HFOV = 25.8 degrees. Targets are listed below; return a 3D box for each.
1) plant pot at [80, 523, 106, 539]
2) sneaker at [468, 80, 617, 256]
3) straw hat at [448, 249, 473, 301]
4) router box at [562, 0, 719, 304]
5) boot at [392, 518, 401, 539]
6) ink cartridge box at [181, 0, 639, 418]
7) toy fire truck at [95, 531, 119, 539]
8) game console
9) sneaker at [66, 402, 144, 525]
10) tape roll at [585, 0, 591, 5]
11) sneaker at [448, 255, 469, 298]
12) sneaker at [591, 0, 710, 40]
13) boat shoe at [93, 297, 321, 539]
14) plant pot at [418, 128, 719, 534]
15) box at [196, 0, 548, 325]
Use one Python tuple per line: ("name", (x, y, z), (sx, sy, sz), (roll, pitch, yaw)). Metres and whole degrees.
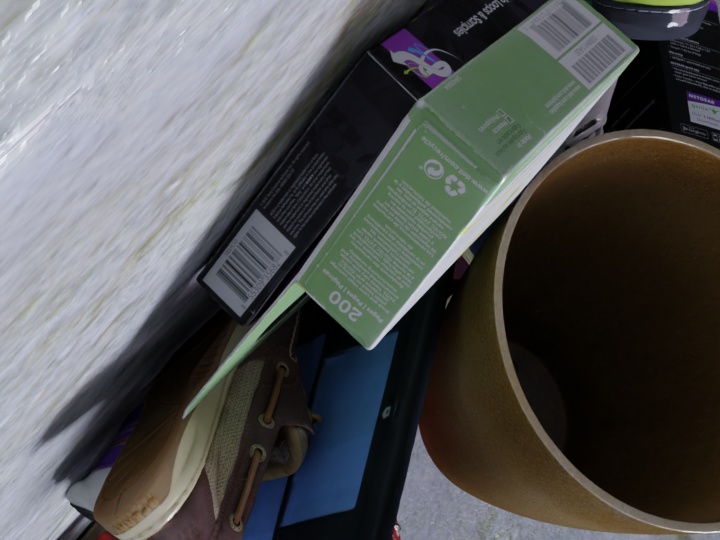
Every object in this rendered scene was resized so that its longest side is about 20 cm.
("plant pot", (-0.148, 0.211, 1.187), (0.201, 0.093, 0.201), (-49, 176, -4))
("sneaker", (0.102, -0.059, 0.825), (0.072, 0.073, 0.200), (-30, 160, -24))
("straw hat", (0.098, -0.075, 1.086), (0.201, 0.200, 0.085), (-47, 135, -18))
("router box", (0.141, -0.046, 0.915), (0.200, 0.051, 0.150), (128, -31, -49))
("boot", (0.002, 0.110, 0.811), (0.145, 0.072, 0.200), (-62, -151, 9))
("ink cartridge box", (0.019, -0.015, 0.654), (0.200, 0.048, 0.145), (-53, 174, 38))
("toy fire truck", (-0.139, 0.232, 1.033), (0.201, 0.176, 0.128), (-53, -155, -12))
("game console", (-0.025, 0.087, 0.766), (0.177, 0.031, 0.202), (-31, -141, 56))
("sneaker", (-0.104, 0.112, 0.854), (0.084, 0.080, 0.200), (-59, -178, -13))
("tape roll", (0.100, -0.126, 0.937), (0.201, 0.048, 0.200), (-48, 177, -4))
("sneaker", (0.000, 0.000, 0.882), (0.095, 0.079, 0.200), (-32, 180, -8))
("sneaker", (0.150, -0.181, 0.766), (0.200, 0.071, 0.083), (-74, 164, -59))
("boat shoe", (-0.058, 0.071, 0.738), (0.072, 0.072, 0.200), (-39, -165, 27))
("plant pot", (0.108, 0.052, 0.795), (0.186, 0.186, 0.200), (-46, -176, -27))
("box", (0.020, -0.069, 0.706), (0.143, 0.036, 0.200), (-50, 175, 36))
